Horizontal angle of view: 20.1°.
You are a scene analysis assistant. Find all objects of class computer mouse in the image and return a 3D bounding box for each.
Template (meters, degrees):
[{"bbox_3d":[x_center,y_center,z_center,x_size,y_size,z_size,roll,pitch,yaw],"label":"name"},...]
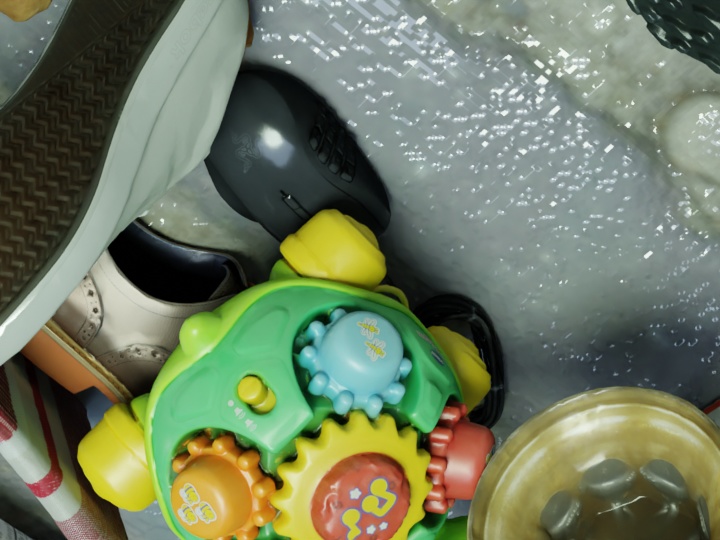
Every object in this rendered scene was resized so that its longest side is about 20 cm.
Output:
[{"bbox_3d":[0.000,0.000,0.826,0.059,0.034,0.200,-28,118,22],"label":"computer mouse"}]

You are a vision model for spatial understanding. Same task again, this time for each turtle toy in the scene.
[{"bbox_3d":[-0.002,0.083,0.786,0.146,0.101,0.200,-45,121,-1],"label":"turtle toy"}]

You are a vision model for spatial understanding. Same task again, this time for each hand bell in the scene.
[{"bbox_3d":[0.124,0.141,0.801,0.104,0.104,0.200,-15,141,16],"label":"hand bell"}]

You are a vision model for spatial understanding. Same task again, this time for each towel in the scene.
[{"bbox_3d":[-0.162,0.023,0.796,0.023,0.144,0.200,-36,116,0],"label":"towel"}]

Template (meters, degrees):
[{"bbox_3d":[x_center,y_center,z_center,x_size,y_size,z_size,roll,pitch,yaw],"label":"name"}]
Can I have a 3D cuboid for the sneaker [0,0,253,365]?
[{"bbox_3d":[-0.096,-0.030,0.731,0.073,0.200,0.085,26,163,27],"label":"sneaker"}]

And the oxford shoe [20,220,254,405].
[{"bbox_3d":[-0.059,0.041,0.840,0.200,0.071,0.073,36,117,-17],"label":"oxford shoe"}]

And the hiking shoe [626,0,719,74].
[{"bbox_3d":[0.186,-0.117,0.700,0.200,0.087,0.074,-3,128,37],"label":"hiking shoe"}]

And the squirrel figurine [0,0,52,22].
[{"bbox_3d":[-0.118,-0.192,0.605,0.141,0.200,0.187,12,156,-32],"label":"squirrel figurine"}]

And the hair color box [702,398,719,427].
[{"bbox_3d":[0.202,0.144,0.886,0.111,0.064,0.200,-37,112,26],"label":"hair color box"}]

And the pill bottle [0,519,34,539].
[{"bbox_3d":[-0.183,0.170,0.913,0.200,0.120,0.120,35,121,-17],"label":"pill bottle"}]
